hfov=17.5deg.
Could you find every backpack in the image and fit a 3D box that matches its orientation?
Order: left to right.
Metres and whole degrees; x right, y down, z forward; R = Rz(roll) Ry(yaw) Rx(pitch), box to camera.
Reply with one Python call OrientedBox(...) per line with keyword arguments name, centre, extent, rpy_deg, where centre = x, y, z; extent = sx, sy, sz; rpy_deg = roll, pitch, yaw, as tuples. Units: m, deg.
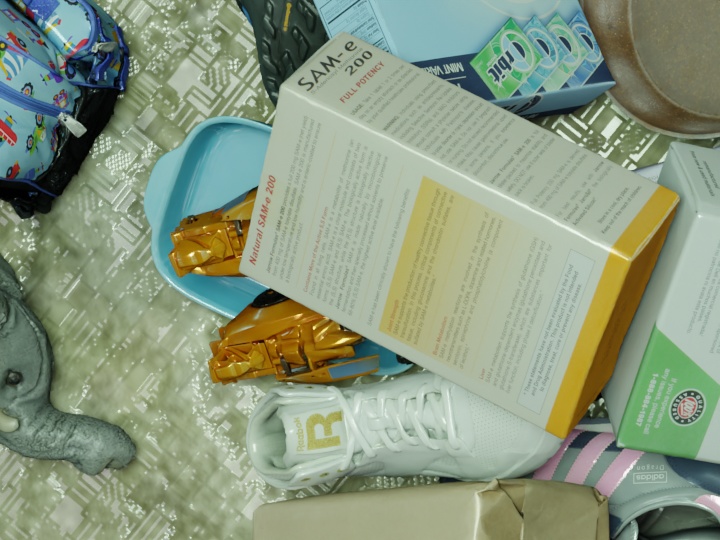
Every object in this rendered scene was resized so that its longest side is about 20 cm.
OrientedBox(name="backpack", centre=(-0.235, -0.127, 1.329), extent=(0.182, 0.200, 0.135), rpy_deg=(35, 94, 6))

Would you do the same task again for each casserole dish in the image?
OrientedBox(name="casserole dish", centre=(-0.029, -0.019, 1.372), extent=(0.199, 0.039, 0.121), rpy_deg=(23, 112, 5))

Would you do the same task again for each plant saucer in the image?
OrientedBox(name="plant saucer", centre=(0.213, -0.167, 1.317), extent=(0.200, 0.034, 0.201), rpy_deg=(-16, 66, 39))

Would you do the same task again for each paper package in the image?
OrientedBox(name="paper package", centre=(0.037, 0.215, 1.282), extent=(0.200, 0.103, 0.191), rpy_deg=(-11, 76, 50))

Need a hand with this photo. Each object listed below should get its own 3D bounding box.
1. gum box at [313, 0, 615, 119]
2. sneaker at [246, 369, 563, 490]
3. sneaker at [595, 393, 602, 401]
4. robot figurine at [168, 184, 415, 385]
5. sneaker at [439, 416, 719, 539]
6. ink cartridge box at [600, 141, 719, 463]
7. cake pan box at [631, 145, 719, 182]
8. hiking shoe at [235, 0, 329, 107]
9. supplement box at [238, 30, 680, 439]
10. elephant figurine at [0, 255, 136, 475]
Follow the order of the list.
OrientedBox(name="gum box", centre=(0.039, -0.177, 1.306), extent=(0.045, 0.170, 0.201), rpy_deg=(-31, 76, 42))
OrientedBox(name="sneaker", centre=(0.017, 0.089, 1.286), extent=(0.115, 0.200, 0.074), rpy_deg=(-6, 83, -36))
OrientedBox(name="sneaker", centre=(0.128, 0.049, 1.325), extent=(0.078, 0.070, 0.200), rpy_deg=(42, 123, 3))
OrientedBox(name="robot figurine", centre=(0.000, 0.000, 1.317), extent=(0.199, 0.058, 0.145), rpy_deg=(-13, 109, 18))
OrientedBox(name="sneaker", centre=(0.132, 0.130, 1.310), extent=(0.199, 0.070, 0.082), rpy_deg=(-9, 54, 27))
OrientedBox(name="ink cartridge box", centre=(0.241, 0.029, 1.234), extent=(0.199, 0.088, 0.146), rpy_deg=(10, 117, -9))
OrientedBox(name="cake pan box", centre=(0.271, 0.005, 1.346), extent=(0.199, 0.052, 0.185), rpy_deg=(-14, 90, 6))
OrientedBox(name="hiking shoe", centre=(-0.037, -0.161, 1.369), extent=(0.074, 0.087, 0.200), rpy_deg=(-25, 111, 19))
OrientedBox(name="supplement box", centre=(0.047, -0.019, 1.198), extent=(0.200, 0.074, 0.126), rpy_deg=(28, 130, 13))
OrientedBox(name="elephant figurine", centre=(-0.247, 0.040, 1.380), extent=(0.199, 0.155, 0.142), rpy_deg=(-11, 45, -4))
